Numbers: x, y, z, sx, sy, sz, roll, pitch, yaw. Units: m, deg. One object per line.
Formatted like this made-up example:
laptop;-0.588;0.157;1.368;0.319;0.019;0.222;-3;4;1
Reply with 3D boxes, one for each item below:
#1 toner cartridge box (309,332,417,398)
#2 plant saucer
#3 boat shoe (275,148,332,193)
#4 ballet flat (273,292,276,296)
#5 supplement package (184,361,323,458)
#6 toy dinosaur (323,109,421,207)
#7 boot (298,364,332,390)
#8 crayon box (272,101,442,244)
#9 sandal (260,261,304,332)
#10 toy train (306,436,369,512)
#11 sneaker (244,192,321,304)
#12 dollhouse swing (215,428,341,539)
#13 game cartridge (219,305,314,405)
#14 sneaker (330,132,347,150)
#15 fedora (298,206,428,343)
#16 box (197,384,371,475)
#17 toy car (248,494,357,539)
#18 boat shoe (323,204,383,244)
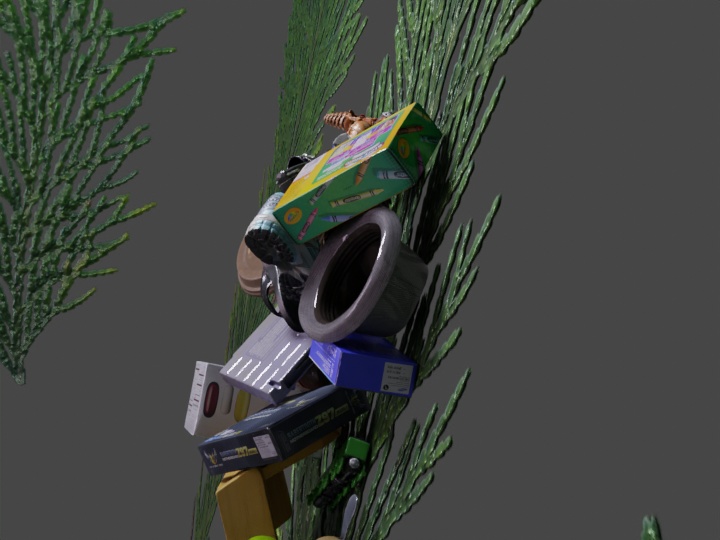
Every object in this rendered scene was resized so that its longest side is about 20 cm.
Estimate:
toner cartridge box;0.000;0.109;1.458;0.200;0.094;0.043;-151;73;-78
plant saucer;-0.120;-0.051;1.810;0.200;0.029;0.201;-33;35;27
boat shoe;-0.071;-0.147;1.745;0.072;0.068;0.200;-40;7;25
ballet flat;-0.059;-0.034;1.793;0.200;0.068;0.075;-51;13;-2
supplement package;-0.159;0.213;1.840;0.156;0.199;0.112;167;114;-77
toy dinosaur;0.015;-0.158;1.610;0.200;0.102;0.136;-115;38;-58
boot;-0.028;0.084;1.729;0.166;0.072;0.201;9;75;61
crayon box;-0.005;-0.119;1.478;0.199;0.058;0.119;-25;22;36
sandal;-0.113;0.018;1.685;0.048;0.075;0.201;-44;46;24
toy train;-0.030;0.270;1.582;0.200;0.042;0.057;122;166;-60
sneaker;-0.074;-0.024;1.577;0.200;0.077;0.087;58;-136;-47
dollhouse swing;-0.093;0.309;1.651;0.200;0.175;0.183;-76;-28;-87
game cartridge;-0.095;0.095;1.682;0.200;0.038;0.129;-48;33;-22
sneaker;-0.036;-0.109;1.899;0.115;0.080;0.200;131;154;-76
fedora;0.014;0.018;1.431;0.200;0.090;0.178;-17;50;61
box;-0.103;0.207;1.581;0.200;0.157;0.051;-21;93;53
toy car;-0.061;0.361;1.418;0.200;0.157;0.165;-58;10;30
boat shoe;0.002;-0.096;1.729;0.075;0.074;0.203;-70;2;-74
